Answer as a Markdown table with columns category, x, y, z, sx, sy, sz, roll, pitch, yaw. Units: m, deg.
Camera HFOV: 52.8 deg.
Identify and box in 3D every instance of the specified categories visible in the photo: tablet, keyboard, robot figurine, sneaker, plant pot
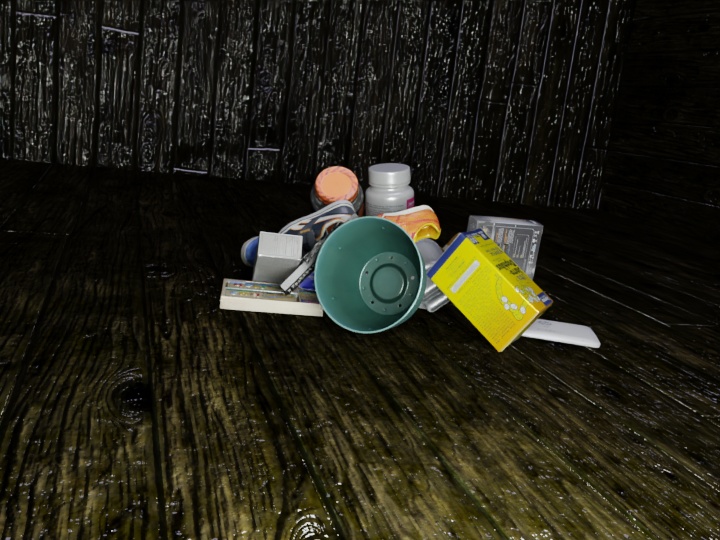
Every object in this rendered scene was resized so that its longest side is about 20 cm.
| category | x | y | z | sx | sy | sz | roll | pitch | yaw |
| --- | --- | --- | --- | --- | --- | --- | --- | --- | --- |
| tablet | 0.375 | 0.118 | 1.467 | 0.196 | 0.014 | 0.130 | 9 | 12 | 6 |
| keyboard | -0.072 | -0.032 | 1.355 | 0.021 | 0.200 | 0.127 | 43 | -10 | 9 |
| robot figurine | 0.135 | 0.003 | 1.547 | 0.112 | 0.170 | 0.201 | -30 | 33 | 6 |
| sneaker | -0.096 | -0.065 | 1.472 | 0.078 | 0.198 | 0.080 | 47 | 18 | -45 |
| sneaker | -0.176 | -0.042 | 1.698 | 0.110 | 0.078 | 0.198 | 0 | -2 | 42 |
| sneaker | 0.068 | -0.071 | 1.428 | 0.197 | 0.078 | 0.073 | -18 | -26 | -13 |
| plant pot | 0.033 | 0.017 | 1.332 | 0.197 | 0.204 | 0.161 | 11 | -4 | 17 |

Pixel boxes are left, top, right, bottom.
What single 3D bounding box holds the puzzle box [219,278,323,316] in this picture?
| category | x | y | z | sx | sy | sz | roll | pitch | yaw |
| --- | --- | --- | --- | --- | --- | --- | --- | --- | --- |
| puzzle box | -0.174 | 0.052 | 1.421 | 0.196 | 0.026 | 0.133 | 5 | 13 | -10 |

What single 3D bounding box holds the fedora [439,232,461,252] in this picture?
| category | x | y | z | sx | sy | sz | roll | pitch | yaw |
| --- | --- | --- | --- | --- | --- | --- | --- | --- | --- |
| fedora | 0.259 | -0.032 | 1.733 | 0.199 | 0.082 | 0.201 | 36 | 3 | -2 |

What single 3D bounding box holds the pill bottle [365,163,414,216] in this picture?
| category | x | y | z | sx | sy | sz | roll | pitch | yaw |
| --- | --- | --- | --- | --- | --- | --- | --- | --- | --- |
| pill bottle | 0.066 | -0.133 | 1.644 | 0.111 | 0.203 | 0.114 | -2 | 21 | 1 |

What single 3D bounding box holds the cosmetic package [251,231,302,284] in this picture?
| category | x | y | z | sx | sy | sz | roll | pitch | yaw |
| --- | --- | --- | --- | --- | --- | --- | --- | --- | --- |
| cosmetic package | -0.164 | -0.021 | 1.408 | 0.081 | 0.052 | 0.200 | 8 | -16 | -10 |

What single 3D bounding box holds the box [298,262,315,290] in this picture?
| category | x | y | z | sx | sy | sz | roll | pitch | yaw |
| --- | --- | --- | --- | --- | --- | --- | --- | --- | --- |
| box | -0.076 | -0.005 | 1.531 | 0.117 | 0.042 | 0.200 | 4 | 18 | -10 |

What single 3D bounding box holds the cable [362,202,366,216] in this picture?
| category | x | y | z | sx | sy | sz | roll | pitch | yaw |
| --- | --- | --- | --- | --- | --- | --- | --- | --- | --- |
| cable | 0.059 | -0.079 | 1.747 | 0.095 | 0.202 | 0.051 | -11 | 44 | 2 |

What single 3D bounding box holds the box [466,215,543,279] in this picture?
| category | x | y | z | sx | sy | sz | roll | pitch | yaw |
| --- | --- | --- | --- | --- | --- | --- | --- | --- | --- |
| box | 0.296 | -0.010 | 1.558 | 0.156 | 0.204 | 0.048 | 3 | 16 | -15 |

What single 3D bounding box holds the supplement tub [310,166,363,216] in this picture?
| category | x | y | z | sx | sy | sz | roll | pitch | yaw |
| --- | --- | --- | --- | --- | --- | --- | --- | --- | --- |
| supplement tub | -0.053 | -0.138 | 1.659 | 0.120 | 0.124 | 0.201 | 8 | -30 | 3 |

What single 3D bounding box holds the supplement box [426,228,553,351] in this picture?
| category | x | y | z | sx | sy | sz | roll | pitch | yaw |
| --- | --- | --- | --- | --- | --- | --- | --- | --- | --- |
| supplement box | 0.240 | 0.032 | 1.347 | 0.200 | 0.110 | 0.108 | 47 | 26 | 15 |

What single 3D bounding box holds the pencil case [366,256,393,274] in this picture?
| category | x | y | z | sx | sy | sz | roll | pitch | yaw |
| --- | --- | --- | --- | --- | --- | --- | --- | --- | --- |
| pencil case | 0.005 | -0.052 | 1.513 | 0.077 | 0.091 | 0.199 | -28 | 50 | -35 |
